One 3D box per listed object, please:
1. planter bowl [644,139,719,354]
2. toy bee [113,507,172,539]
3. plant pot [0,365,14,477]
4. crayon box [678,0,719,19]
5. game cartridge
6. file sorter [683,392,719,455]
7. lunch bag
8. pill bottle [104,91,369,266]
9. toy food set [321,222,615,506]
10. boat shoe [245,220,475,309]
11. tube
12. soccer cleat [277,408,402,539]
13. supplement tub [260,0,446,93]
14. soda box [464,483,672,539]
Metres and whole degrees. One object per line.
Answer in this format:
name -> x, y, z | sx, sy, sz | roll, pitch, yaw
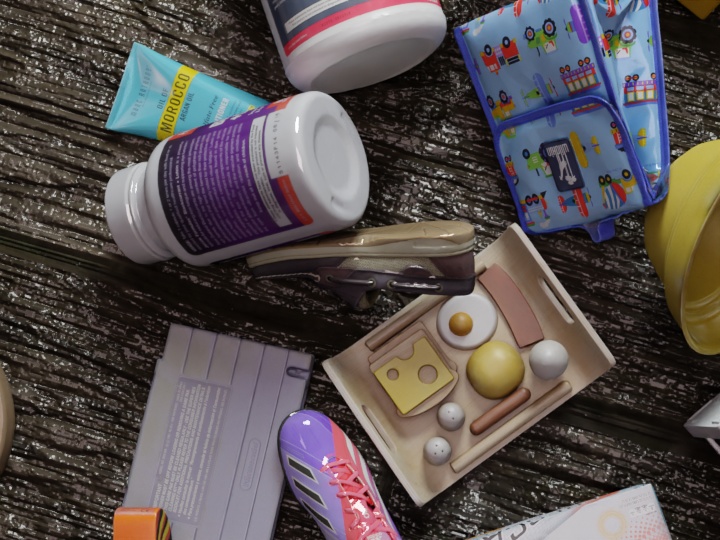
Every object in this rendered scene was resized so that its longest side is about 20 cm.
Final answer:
planter bowl -> 0.285, -0.040, 1.277 | 0.083, 0.200, 0.201 | 30, 84, 36
toy bee -> -0.179, 0.291, 1.277 | 0.131, 0.109, 0.201 | 20, 79, 11
plant pot -> -0.394, 0.124, 1.320 | 0.200, 0.093, 0.202 | 0, 82, 2
crayon box -> 0.268, -0.292, 1.303 | 0.200, 0.127, 0.051 | 37, 56, -2
game cartridge -> -0.122, 0.153, 1.330 | 0.129, 0.038, 0.201 | 12, 83, 9
file sorter -> 0.378, 0.102, 1.254 | 0.200, 0.139, 0.125 | -40, 85, -2
lunch bag -> 0.175, -0.121, 1.291 | 0.094, 0.150, 0.201 | -11, 87, -37
pill bottle -> -0.103, -0.066, 1.294 | 0.199, 0.111, 0.112 | -14, 80, 27
toy food set -> 0.087, 0.077, 1.313 | 0.200, 0.060, 0.144 | -35, 82, -2
boat shoe -> 0.000, 0.000, 1.309 | 0.199, 0.072, 0.065 | -5, 98, 21
tube -> -0.115, -0.126, 1.364 | 0.199, 0.050, 0.078 | 20, 86, 10
soccer cleat -> -0.002, 0.199, 1.284 | 0.068, 0.073, 0.200 | -24, 85, -18
supplement tub -> -0.022, -0.260, 1.326 | 0.140, 0.140, 0.201 | -19, 82, 1
soda box -> 0.148, 0.232, 1.286 | 0.199, 0.064, 0.069 | -18, 82, 0
